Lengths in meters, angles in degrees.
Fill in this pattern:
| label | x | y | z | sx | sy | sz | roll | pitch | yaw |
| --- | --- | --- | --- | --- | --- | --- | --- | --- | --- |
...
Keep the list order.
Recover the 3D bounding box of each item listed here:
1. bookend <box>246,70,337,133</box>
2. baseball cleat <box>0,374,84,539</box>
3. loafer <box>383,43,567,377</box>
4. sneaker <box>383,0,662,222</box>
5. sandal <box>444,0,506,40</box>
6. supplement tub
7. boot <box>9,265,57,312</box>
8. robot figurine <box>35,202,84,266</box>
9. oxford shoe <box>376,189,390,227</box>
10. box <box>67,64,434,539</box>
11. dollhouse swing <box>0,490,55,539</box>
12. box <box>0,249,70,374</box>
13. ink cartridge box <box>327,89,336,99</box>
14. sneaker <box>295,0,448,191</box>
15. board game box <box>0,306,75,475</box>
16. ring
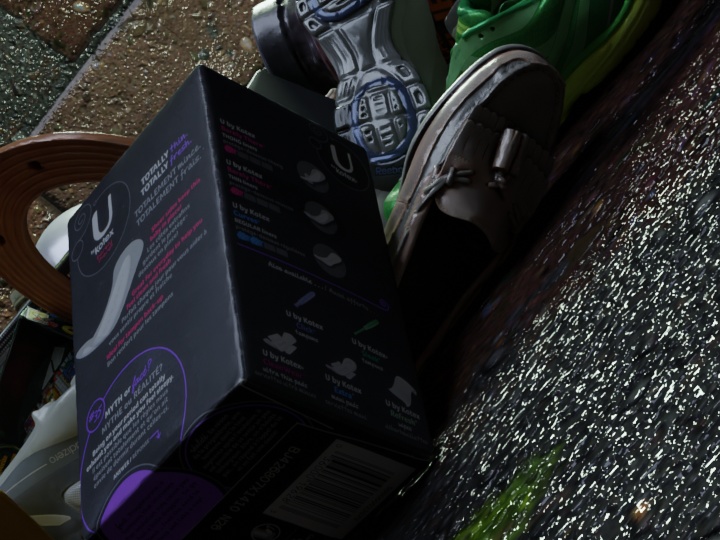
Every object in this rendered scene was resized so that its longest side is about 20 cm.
| label | x | y | z | sx | sy | sz | roll | pitch | yaw |
| --- | --- | --- | --- | --- | --- | --- | --- | --- | --- |
| bookend | -0.060 | -0.048 | 1.218 | 0.199 | 0.092 | 0.201 | -67 | -2 | -58 |
| baseball cleat | -0.169 | 0.147 | 1.062 | 0.070 | 0.106 | 0.200 | -21 | -29 | -56 |
| loafer | 0.043 | -0.012 | 0.912 | 0.201 | 0.072 | 0.063 | -57 | 26 | 5 |
| sneaker | 0.073 | -0.102 | 1.009 | 0.200 | 0.083 | 0.074 | -51 | 10 | 11 |
| sandal | 0.134 | -0.178 | 1.068 | 0.201 | 0.057 | 0.080 | -39 | -12 | -14 |
| supplement tub | 0.033 | -0.175 | 1.207 | 0.199 | 0.107 | 0.107 | -23 | 19 | 17 |
| boot | -0.171 | 0.082 | 1.245 | 0.072 | 0.156 | 0.200 | -18 | -14 | -14 |
| robot figurine | -0.184 | 0.030 | 1.440 | 0.170 | 0.112 | 0.201 | -87 | -8 | -57 |
| oxford shoe | 0.000 | 0.000 | 1.063 | 0.075 | 0.058 | 0.200 | -44 | 14 | 23 |
| box | -0.056 | 0.028 | 0.867 | 0.122 | 0.106 | 0.201 | -44 | 38 | 30 |
| dollhouse swing | -0.238 | 0.242 | 1.004 | 0.175 | 0.182 | 0.201 | -8 | 41 | 47 |
| box | -0.124 | 0.054 | 1.140 | 0.200 | 0.160 | 0.044 | -46 | 10 | 29 |
| ink cartridge box | -0.039 | -0.078 | 1.471 | 0.200 | 0.075 | 0.165 | -48 | 12 | 19 |
| sneaker | 0.015 | -0.125 | 1.120 | 0.074 | 0.087 | 0.201 | -18 | 65 | 21 |
| board game box | -0.179 | 0.128 | 1.122 | 0.023 | 0.104 | 0.201 | -76 | 9 | -67 |
| ring | -0.115 | -0.014 | 1.024 | 0.200 | 0.200 | 0.019 | -39 | 29 | 52 |
